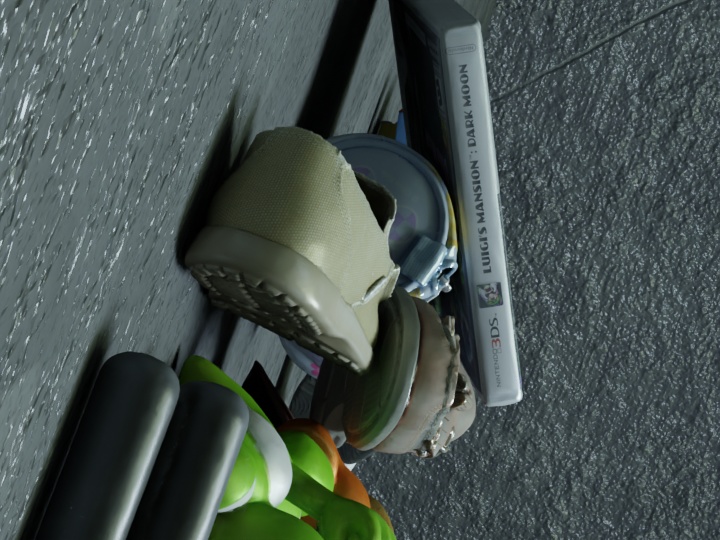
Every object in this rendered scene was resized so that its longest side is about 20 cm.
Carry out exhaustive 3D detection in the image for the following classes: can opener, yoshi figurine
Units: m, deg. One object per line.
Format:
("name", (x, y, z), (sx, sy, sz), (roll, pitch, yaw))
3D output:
("can opener", (-0.097, 0.123, 0.700), (0.067, 0.053, 0.201), (6, -106, 60))
("yoshi figurine", (-0.045, 0.104, 0.851), (0.113, 0.112, 0.200), (-63, 174, -2))

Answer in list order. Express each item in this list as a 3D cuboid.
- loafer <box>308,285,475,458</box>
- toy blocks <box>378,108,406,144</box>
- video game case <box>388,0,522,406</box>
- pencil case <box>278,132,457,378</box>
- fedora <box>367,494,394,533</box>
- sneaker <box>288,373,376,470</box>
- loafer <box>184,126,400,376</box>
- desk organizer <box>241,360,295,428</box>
("loafer", (0.024, 0.050, 0.988), (0.200, 0.063, 0.072), (150, -46, -78))
("toy blocks", (0.033, -0.042, 1.534), (0.200, 0.100, 0.137), (18, 79, -78))
("video game case", (0.044, -0.048, 1.117), (0.200, 0.023, 0.182), (-116, -163, -74))
("pencil case", (0.000, 0.000, 1.103), (0.200, 0.090, 0.083), (102, 8, -75))
("fedora", (-0.026, 0.181, 1.313), (0.201, 0.082, 0.201), (-179, -90, -77))
("sneaker", (-0.022, 0.096, 1.526), (0.201, 0.076, 0.115), (-55, -169, 14))
("loafer", (-0.018, -0.007, 0.870), (0.068, 0.076, 0.200), (-64, 176, -5))
("desk organizer", (-0.032, 0.132, 1.010), (0.077, 0.072, 0.200), (59, -1, -34))
